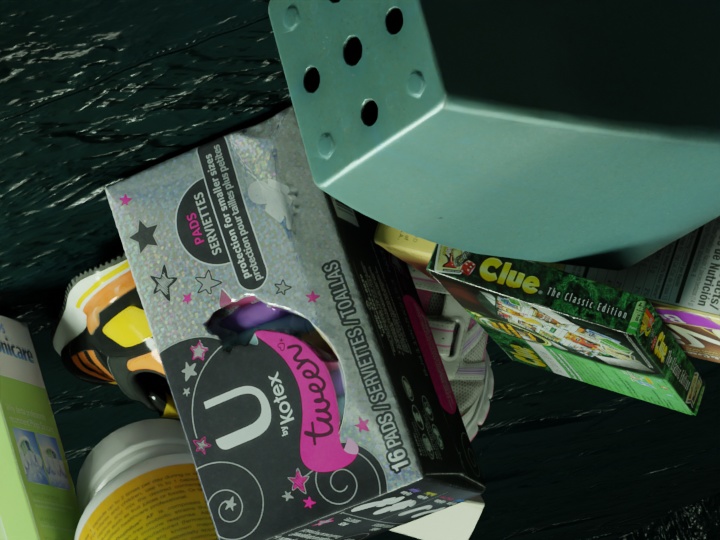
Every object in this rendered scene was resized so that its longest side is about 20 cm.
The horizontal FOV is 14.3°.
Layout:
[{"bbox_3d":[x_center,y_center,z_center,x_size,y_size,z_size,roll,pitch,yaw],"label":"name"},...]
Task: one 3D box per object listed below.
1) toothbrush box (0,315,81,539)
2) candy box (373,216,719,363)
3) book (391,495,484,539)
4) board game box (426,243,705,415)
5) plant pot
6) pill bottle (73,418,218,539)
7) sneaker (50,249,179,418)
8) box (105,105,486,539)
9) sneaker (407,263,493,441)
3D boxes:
[{"bbox_3d":[-0.237,0.139,1.596,0.145,0.201,0.086,-22,167,12],"label":"toothbrush box"},{"bbox_3d":[0.122,-0.003,1.415,0.200,0.057,0.117,15,171,33],"label":"candy box"},{"bbox_3d":[-0.023,0.080,1.644,0.133,0.200,0.048,16,113,-26],"label":"book"},{"bbox_3d":[0.103,0.029,1.393,0.104,0.024,0.200,15,171,17],"label":"board game box"},{"bbox_3d":[0.070,-0.089,1.245,0.200,0.142,0.141,-1,158,-42],"label":"plant pot"},{"bbox_3d":[-0.091,0.169,1.534,0.112,0.200,0.113,-9,123,-14],"label":"pill bottle"},{"bbox_3d":[-0.123,0.051,1.625,0.070,0.090,0.200,-28,169,-13],"label":"sneaker"},{"bbox_3d":[-0.034,0.037,1.465,0.114,0.201,0.132,-23,167,13],"label":"box"},{"bbox_3d":[0.035,0.012,1.578,0.081,0.201,0.088,5,155,17],"label":"sneaker"}]
